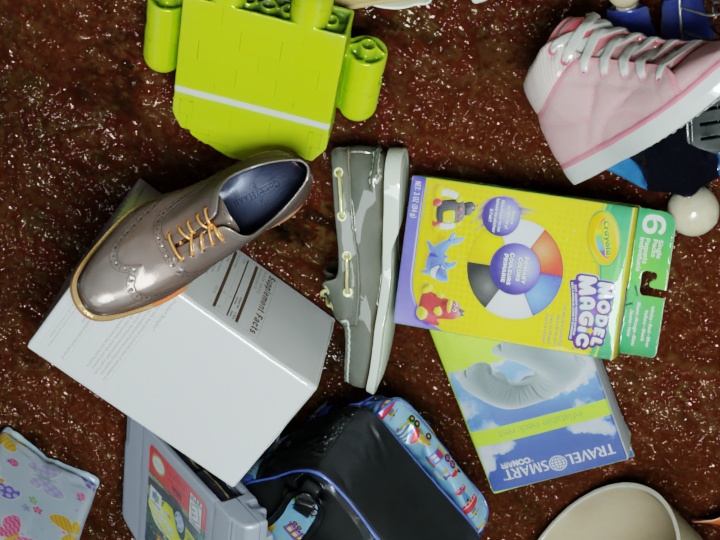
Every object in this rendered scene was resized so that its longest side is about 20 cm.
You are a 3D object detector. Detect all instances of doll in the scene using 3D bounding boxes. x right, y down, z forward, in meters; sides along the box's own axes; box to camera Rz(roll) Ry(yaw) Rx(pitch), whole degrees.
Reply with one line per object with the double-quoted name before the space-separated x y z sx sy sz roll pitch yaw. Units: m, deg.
"doll" 0.235 -0.115 1.228 0.135 0.049 0.202 -8 116 13

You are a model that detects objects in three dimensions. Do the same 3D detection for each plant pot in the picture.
"plant pot" 0.255 0.307 1.385 0.199 0.188 0.187 36 118 -26

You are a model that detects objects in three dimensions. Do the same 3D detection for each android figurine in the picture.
"android figurine" -0.073 -0.151 1.231 0.180 0.041 0.201 13 140 2

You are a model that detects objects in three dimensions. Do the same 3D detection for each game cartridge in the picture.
"game cartridge" -0.140 0.207 1.383 0.041 0.200 0.134 -17 126 -31

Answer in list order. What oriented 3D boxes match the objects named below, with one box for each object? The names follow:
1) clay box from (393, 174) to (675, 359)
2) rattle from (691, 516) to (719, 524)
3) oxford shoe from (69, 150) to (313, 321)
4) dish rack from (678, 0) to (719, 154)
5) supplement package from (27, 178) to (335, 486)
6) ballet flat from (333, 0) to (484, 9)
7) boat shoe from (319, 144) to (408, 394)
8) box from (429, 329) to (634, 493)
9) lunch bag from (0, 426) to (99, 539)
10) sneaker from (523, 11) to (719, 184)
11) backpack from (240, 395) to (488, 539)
"clay box" 0.130 -0.002 1.261 0.198 0.048 0.116 9 95 17
"rattle" 0.349 0.177 1.317 0.130 0.143 0.200 34 112 -31
"oxford shoe" -0.123 -0.031 1.214 0.199 0.073 0.072 -35 94 -13
"dish rack" 0.288 -0.177 1.155 0.152 0.055 0.202 -9 109 -7
"supplement package" -0.138 0.049 1.327 0.199 0.120 0.121 36 114 -10
"ballet flat" 0.061 -0.220 1.201 0.197 0.069 0.063 -1 145 11
"boat shoe" 0.000 -0.001 1.311 0.060 0.072 0.204 7 112 6
"box" 0.138 0.093 1.352 0.121 0.048 0.202 -16 113 16
"lunch bag" -0.322 0.269 1.441 0.126 0.170 0.201 32 114 -13
"sneaker" 0.179 -0.135 1.140 0.105 0.075 0.200 59 149 -2
"backpack" -0.020 0.206 1.384 0.183 0.135 0.199 49 142 -15
